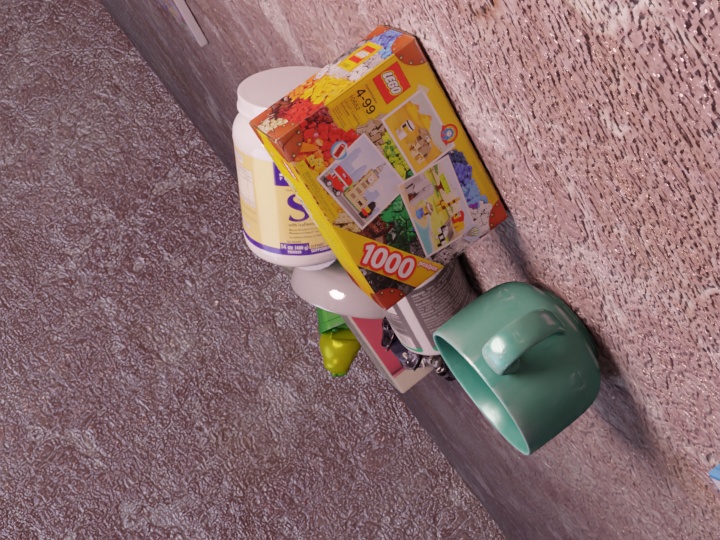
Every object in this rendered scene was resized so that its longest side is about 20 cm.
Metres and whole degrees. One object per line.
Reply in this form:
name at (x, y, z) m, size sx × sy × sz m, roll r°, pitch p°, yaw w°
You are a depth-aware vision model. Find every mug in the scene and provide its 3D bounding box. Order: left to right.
mug at (0.165, 0.088, 1.009) m, size 0.152 × 0.114 × 0.185 m, roll 55°, pitch 172°, yaw -14°

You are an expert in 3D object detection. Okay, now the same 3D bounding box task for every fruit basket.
fruit basket at (-0.034, 0.133, 2.408) m, size 0.216 × 0.155 × 0.216 m, roll 158°, pitch 90°, yaw -84°

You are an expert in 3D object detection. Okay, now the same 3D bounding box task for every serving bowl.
serving bowl at (0.000, 0.000, 1.533) m, size 0.200 × 0.200 × 0.066 m, roll -137°, pitch 49°, yaw -55°

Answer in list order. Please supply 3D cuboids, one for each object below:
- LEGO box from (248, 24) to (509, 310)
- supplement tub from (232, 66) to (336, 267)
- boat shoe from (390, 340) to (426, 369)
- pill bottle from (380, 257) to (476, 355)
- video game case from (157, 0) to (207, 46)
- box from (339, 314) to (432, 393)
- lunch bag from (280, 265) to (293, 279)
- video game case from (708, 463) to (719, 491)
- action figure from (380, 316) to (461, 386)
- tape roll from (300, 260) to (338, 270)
LEGO box at (0.020, -0.090, 0.936) m, size 0.200 × 0.149 × 0.077 m, roll 56°, pitch 172°, yaw -31°
supplement tub at (-0.073, -0.121, 1.221) m, size 0.145 × 0.145 × 0.200 m, roll 45°, pitch 146°, yaw 48°
boat shoe at (0.115, 0.139, 1.698) m, size 0.075 × 0.093 × 0.200 m, roll 57°, pitch 173°, yaw -29°
pill bottle at (0.065, 0.005, 1.263) m, size 0.113 × 0.113 × 0.200 m, roll 47°, pitch 170°, yaw 43°
video game case at (-0.360, -0.511, 1.928) m, size 0.200 × 0.018 × 0.143 m, roll 49°, pitch 172°, yaw 36°
box at (0.047, 0.100, 1.899) m, size 0.200 × 0.109 × 0.128 m, roll 56°, pitch 173°, yaw -23°
lunch bag at (-0.080, -0.065, 1.852) m, size 0.200 × 0.139 × 0.168 m, roll 55°, pitch 157°, yaw -22°
video game case at (0.359, 0.226, 0.806) m, size 0.143 × 0.018 × 0.200 m, roll 54°, pitch 173°, yaw -6°
action figure at (0.123, 0.102, 1.459) m, size 0.200 × 0.102 × 0.119 m, roll 21°, pitch -169°, yaw -48°
tape roll at (-0.069, -0.103, 1.398) m, size 0.200 × 0.066 × 0.200 m, roll 23°, pitch 125°, yaw 36°
